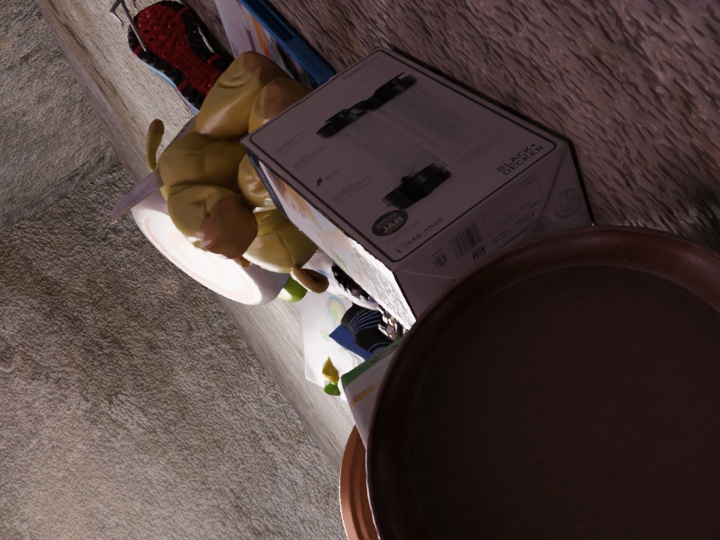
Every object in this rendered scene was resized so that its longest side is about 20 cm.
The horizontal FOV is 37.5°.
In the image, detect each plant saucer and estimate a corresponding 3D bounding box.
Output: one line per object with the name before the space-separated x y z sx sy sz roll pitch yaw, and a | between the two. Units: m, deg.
plant saucer | 0.102 0.079 0.458 0.201 0.200 0.032 58 -175 -6
plant saucer | 0.065 0.211 1.020 0.037 0.200 0.201 -14 111 47

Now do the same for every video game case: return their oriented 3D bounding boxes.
video game case | -0.070 -0.174 0.923 0.200 0.018 0.143 50 166 32

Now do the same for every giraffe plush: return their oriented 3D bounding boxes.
giraffe plush | -0.082 -0.057 0.894 0.162 0.199 0.173 35 -138 -43

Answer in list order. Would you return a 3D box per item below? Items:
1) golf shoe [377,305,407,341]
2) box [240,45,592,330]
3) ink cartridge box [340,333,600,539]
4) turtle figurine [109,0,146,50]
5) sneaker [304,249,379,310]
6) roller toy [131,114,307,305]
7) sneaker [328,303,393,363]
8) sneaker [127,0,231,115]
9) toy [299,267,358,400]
golf shoe | 0.060 0.021 0.802 0.094 0.078 0.200 41 171 21
box | 0.025 -0.052 0.612 0.200 0.116 0.060 41 163 51
ink cartridge box | 0.074 0.068 0.578 0.088 0.145 0.200 58 178 -3
turtle figurine | -0.202 -0.304 0.919 0.150 0.100 0.201 44 151 54
sneaker | 0.000 0.000 0.971 0.073 0.072 0.200 60 171 -23
roller toy | -0.130 -0.068 1.092 0.182 0.140 0.200 24 159 25
sneaker | 0.029 0.058 0.965 0.070 0.078 0.200 41 175 -20
sneaker | -0.187 -0.211 1.164 0.200 0.079 0.096 52 170 26
toy | -0.025 0.043 1.189 0.115 0.047 0.201 22 119 51
